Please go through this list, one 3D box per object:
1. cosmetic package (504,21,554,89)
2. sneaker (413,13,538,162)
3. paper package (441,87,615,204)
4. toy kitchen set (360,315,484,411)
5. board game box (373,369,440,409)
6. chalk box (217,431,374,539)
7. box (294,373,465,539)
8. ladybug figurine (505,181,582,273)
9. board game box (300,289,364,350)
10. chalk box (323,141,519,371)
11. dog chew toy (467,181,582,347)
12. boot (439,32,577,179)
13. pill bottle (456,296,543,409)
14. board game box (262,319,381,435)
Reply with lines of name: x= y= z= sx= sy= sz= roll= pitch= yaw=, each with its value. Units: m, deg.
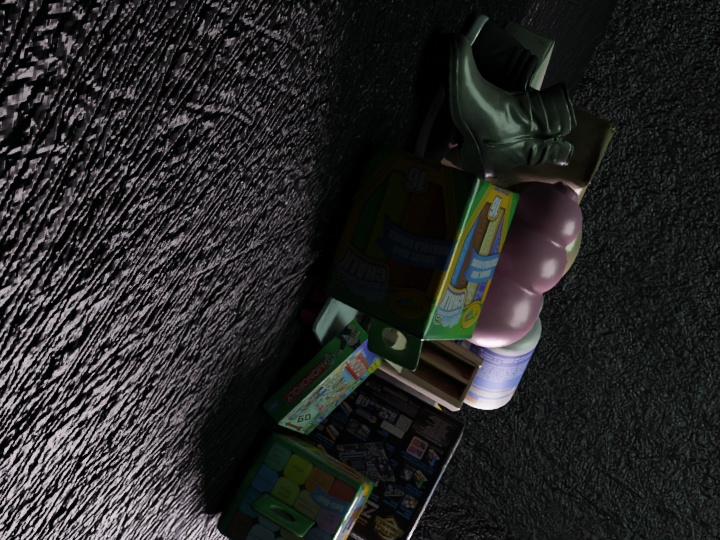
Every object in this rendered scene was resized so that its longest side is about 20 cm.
cosmetic package: x=0.211 y=-0.248 z=1.187 sx=0.106 sy=0.071 sz=0.201 roll=-58 pitch=167 yaw=-20
sneaker: x=0.134 y=-0.179 z=0.943 sx=0.202 sy=0.098 sz=0.071 roll=-65 pitch=170 yaw=22
paper package: x=0.212 y=-0.150 z=1.096 sx=0.104 sy=0.198 sz=0.191 roll=-59 pitch=167 yaw=-17
toy kitchen set: x=0.104 y=0.062 z=1.081 sx=0.164 sy=0.179 sz=0.200 roll=-60 pitch=180 yaw=-15
board game box: x=0.089 y=0.181 z=1.375 sx=0.199 sy=0.026 sz=0.201 roll=-14 pitch=-147 yaw=47
chalk box: x=-0.072 y=0.268 z=0.937 sx=0.125 sy=0.124 sz=0.200 roll=-60 pitch=169 yaw=-10
box: x=0.010 y=0.249 z=1.100 sx=0.200 sy=0.198 sz=0.050 roll=-58 pitch=165 yaw=-22
ladybug figurine: x=0.191 y=-0.028 z=1.038 sx=0.072 sy=0.136 sz=0.200 roll=-29 pitch=167 yaw=-40
board game box: x=0.000 y=0.000 z=0.936 sx=0.201 sy=0.026 sz=0.200 roll=-60 pitch=168 yaw=-14
chalk box: x=0.055 y=-0.005 z=0.810 sx=0.124 sy=0.124 sz=0.203 roll=9 pitch=101 yaw=-60
dog chew toy: x=0.174 y=-0.012 z=0.925 sx=0.201 sy=0.124 sz=0.124 roll=-55 pitch=171 yaw=19
boot: x=0.158 y=-0.181 z=0.867 sx=0.201 sy=0.129 sz=0.068 roll=66 pitch=14 yaw=-49
pill bottle: x=0.201 y=0.102 z=1.208 sx=0.112 sy=0.111 sz=0.201 roll=-51 pitch=162 yaw=-43
board game box: x=-0.038 y=0.130 z=0.957 sx=0.134 sy=0.029 sz=0.200 roll=-42 pitch=166 yaw=-5
